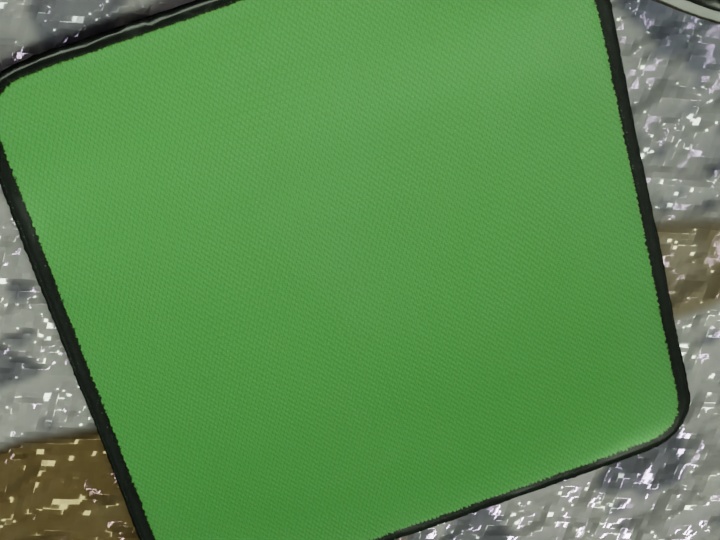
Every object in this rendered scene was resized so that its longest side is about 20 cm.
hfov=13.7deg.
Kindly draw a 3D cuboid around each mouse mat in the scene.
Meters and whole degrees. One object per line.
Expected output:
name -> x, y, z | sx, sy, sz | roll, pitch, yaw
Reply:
mouse mat -> 0.000, 0.000, 0.788 | 0.160, 0.008, 0.200 | -19, 130, -3

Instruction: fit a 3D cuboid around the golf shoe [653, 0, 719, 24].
golf shoe -> 0.124, -0.083, 0.703 | 0.199, 0.095, 0.078 | -1, 126, -22
